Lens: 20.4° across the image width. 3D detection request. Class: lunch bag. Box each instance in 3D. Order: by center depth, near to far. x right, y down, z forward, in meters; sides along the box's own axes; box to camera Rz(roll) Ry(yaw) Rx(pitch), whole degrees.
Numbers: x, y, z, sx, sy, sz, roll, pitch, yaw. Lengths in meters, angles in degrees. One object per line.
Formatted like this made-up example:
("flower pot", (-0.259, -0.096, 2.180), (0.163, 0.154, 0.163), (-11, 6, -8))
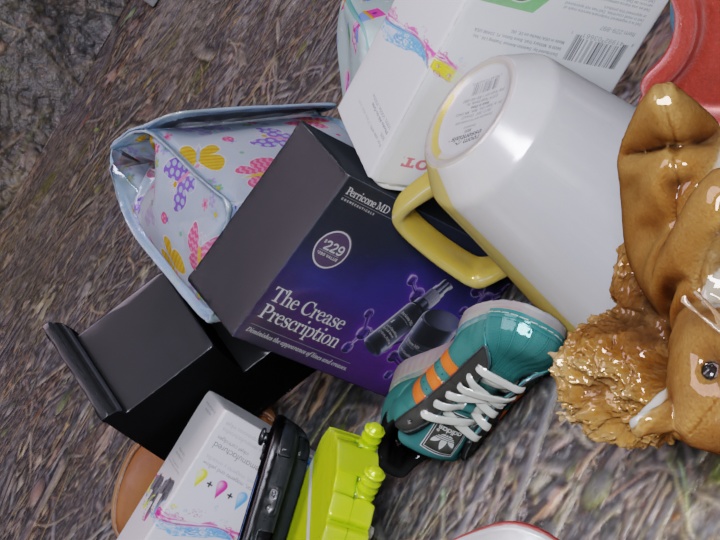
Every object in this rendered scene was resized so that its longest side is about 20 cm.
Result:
("lunch bag", (-0.081, -0.062, 1.520), (0.200, 0.168, 0.128), (44, 132, 48))
("lunch bag", (0.034, -0.117, 1.587), (0.161, 0.076, 0.202), (-116, 18, -68))

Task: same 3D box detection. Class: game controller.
("game controller", (-0.081, 0.202, 1.437), (0.104, 0.042, 0.202), (179, 108, -79))

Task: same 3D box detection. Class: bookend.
("bookend", (-0.116, 0.046, 1.573), (0.198, 0.092, 0.200), (-37, -21, 1))

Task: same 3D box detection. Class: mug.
("mug", (0.110, -0.046, 1.278), (0.187, 0.153, 0.150), (-46, 28, 18))

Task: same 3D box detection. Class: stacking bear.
("stacking bear", (0.242, -0.173, 1.247), (0.200, 0.113, 0.122), (-70, -8, -59))

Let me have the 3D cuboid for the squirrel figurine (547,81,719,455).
("squirrel figurine", (0.189, 0.030, 1.078), (0.200, 0.140, 0.188), (123, 156, -51))

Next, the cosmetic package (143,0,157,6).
("cosmetic package", (-0.362, -0.565, 3.195), (0.200, 0.199, 0.123), (-55, 22, 8))

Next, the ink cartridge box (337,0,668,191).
("ink cartridge box", (0.094, -0.147, 1.340), (0.201, 0.144, 0.088), (-62, 35, 32))

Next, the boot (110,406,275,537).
("boot", (-0.143, 0.179, 1.715), (0.201, 0.073, 0.155), (-58, 23, 9))

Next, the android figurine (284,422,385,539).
("android figurine", (-0.028, 0.194, 1.390), (0.183, 0.041, 0.201), (-90, 22, -58))

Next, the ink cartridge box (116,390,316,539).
("ink cartridge box", (-0.115, 0.210, 1.529), (0.201, 0.115, 0.068), (-58, 19, 1))

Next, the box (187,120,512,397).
("box", (0.000, 0.000, 1.421), (0.142, 0.199, 0.079), (-55, 45, 11))

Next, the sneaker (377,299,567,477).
("sneaker", (0.072, 0.086, 1.337), (0.200, 0.071, 0.080), (-41, 26, 57))

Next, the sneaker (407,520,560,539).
("sneaker", (0.039, 0.224, 1.185), (0.200, 0.078, 0.116), (-36, 28, 50))
